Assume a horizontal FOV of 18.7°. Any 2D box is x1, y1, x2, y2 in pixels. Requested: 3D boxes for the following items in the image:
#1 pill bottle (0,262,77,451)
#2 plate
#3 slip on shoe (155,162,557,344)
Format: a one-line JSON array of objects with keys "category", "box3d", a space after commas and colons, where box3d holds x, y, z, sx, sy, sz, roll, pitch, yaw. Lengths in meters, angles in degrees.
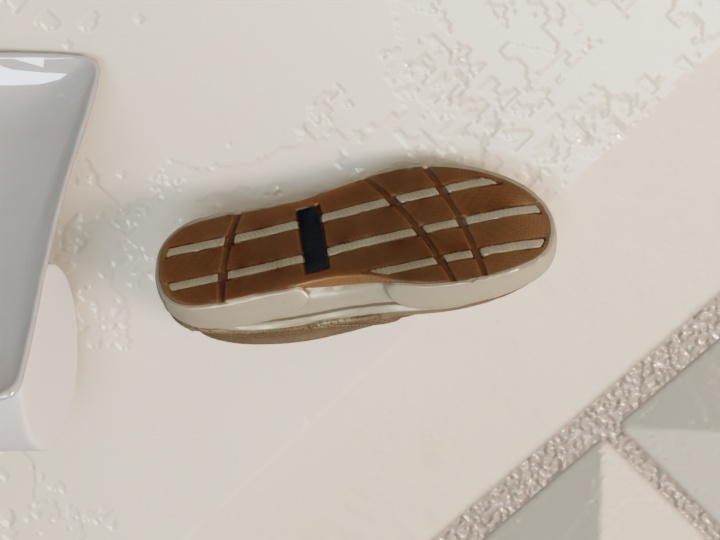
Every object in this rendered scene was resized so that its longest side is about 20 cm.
[{"category": "pill bottle", "box3d": [-0.253, 0.040, 1.120, 0.199, 0.114, 0.115, 1, 112, 10]}, {"category": "plate", "box3d": [-0.237, -0.021, 1.069, 0.199, 0.201, 0.032, 2, 148, 10]}, {"category": "slip on shoe", "box3d": [0.000, 0.000, 1.086, 0.199, 0.076, 0.061, -11, 149, 7]}]
